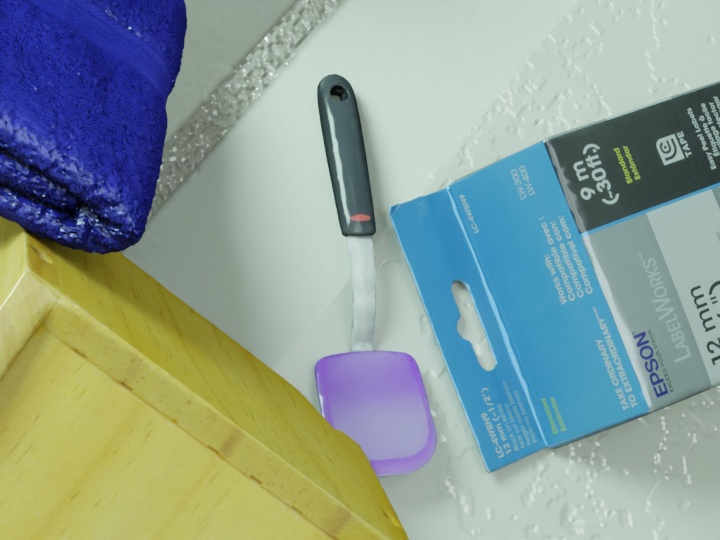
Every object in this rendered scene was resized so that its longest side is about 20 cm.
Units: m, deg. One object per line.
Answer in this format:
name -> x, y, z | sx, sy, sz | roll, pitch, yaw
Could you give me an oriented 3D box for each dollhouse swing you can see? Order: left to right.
dollhouse swing -> -0.112, 0.110, 0.754 | 0.200, 0.182, 0.176 | 38, 96, -19

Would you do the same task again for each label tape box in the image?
label tape box -> 0.131, -0.001, 0.923 | 0.200, 0.066, 0.144 | -19, 86, -29

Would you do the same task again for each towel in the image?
towel -> -0.142, -0.100, 0.772 | 0.147, 0.050, 0.200 | 26, 31, -16

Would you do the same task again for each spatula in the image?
spatula -> 0.000, 0.000, 0.886 | 0.056, 0.021, 0.201 | -2, 78, -21
